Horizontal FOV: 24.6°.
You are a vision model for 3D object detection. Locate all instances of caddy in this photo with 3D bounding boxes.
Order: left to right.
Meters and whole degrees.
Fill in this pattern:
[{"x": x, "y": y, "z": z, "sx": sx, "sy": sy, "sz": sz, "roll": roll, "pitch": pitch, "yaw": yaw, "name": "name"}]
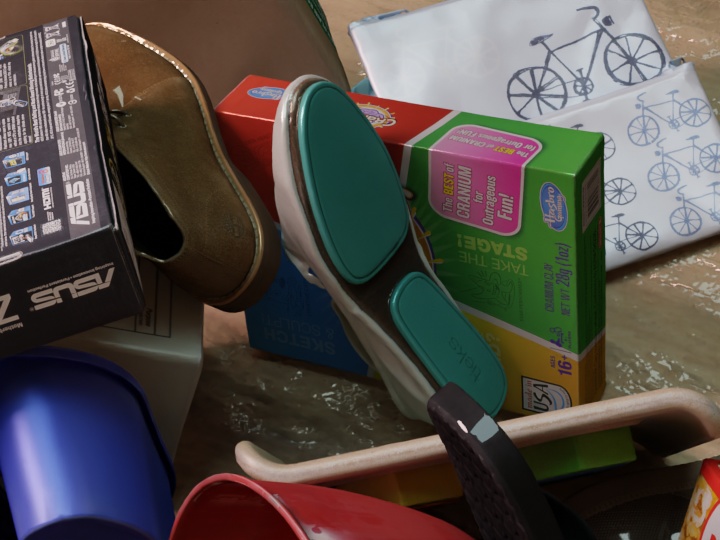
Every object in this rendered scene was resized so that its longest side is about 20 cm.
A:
[{"x": -0.151, "y": 0.107, "z": 0.725, "sx": 0.140, "sy": 0.201, "sz": 0.106, "roll": -16, "pitch": 56, "yaw": -5, "name": "caddy"}]

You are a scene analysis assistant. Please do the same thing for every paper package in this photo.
[{"x": -0.130, "y": -0.150, "z": 0.981, "sx": 0.189, "sy": 0.201, "sz": 0.104, "roll": -27, "pitch": 38, "yaw": 9, "name": "paper package"}]

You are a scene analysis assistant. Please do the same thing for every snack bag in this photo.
[{"x": 0.110, "y": -0.088, "z": 0.956, "sx": 0.187, "sy": 0.021, "sz": 0.202, "roll": -17, "pitch": 70, "yaw": -9, "name": "snack bag"}]

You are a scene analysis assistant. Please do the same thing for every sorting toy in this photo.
[{"x": 0.051, "y": 0.088, "z": 0.740, "sx": 0.198, "sy": 0.185, "sz": 0.037, "roll": -7, "pitch": 81, "yaw": 1, "name": "sorting toy"}]

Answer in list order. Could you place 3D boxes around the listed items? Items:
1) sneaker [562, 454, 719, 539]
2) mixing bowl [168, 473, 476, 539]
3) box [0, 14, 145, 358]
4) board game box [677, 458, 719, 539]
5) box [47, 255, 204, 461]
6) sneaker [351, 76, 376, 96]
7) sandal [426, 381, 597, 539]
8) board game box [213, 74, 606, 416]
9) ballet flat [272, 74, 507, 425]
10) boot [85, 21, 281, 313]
[{"x": 0.186, "y": 0.118, "z": 0.746, "sx": 0.198, "sy": 0.071, "sz": 0.076, "roll": -17, "pitch": 59, "yaw": -3, "name": "sneaker"}, {"x": 0.008, "y": 0.170, "z": 0.634, "sx": 0.107, "sy": 0.202, "sz": 0.200, "roll": -7, "pitch": 35, "yaw": -29, "name": "mixing bowl"}, {"x": -0.182, "y": -0.029, "z": 0.706, "sx": 0.160, "sy": 0.049, "sz": 0.201, "roll": -17, "pitch": 35, "yaw": -5, "name": "box"}, {"x": 0.222, "y": 0.144, "z": 0.609, "sx": 0.150, "sy": 0.047, "sz": 0.200, "roll": 9, "pitch": 20, "yaw": -13, "name": "board game box"}, {"x": -0.185, "y": 0.027, "z": 0.833, "sx": 0.198, "sy": 0.110, "sz": 0.128, "roll": 11, "pitch": 37, "yaw": -13, "name": "box"}, {"x": 0.030, "y": -0.112, "z": 1.030, "sx": 0.081, "sy": 0.074, "sz": 0.201, "roll": 13, "pitch": 45, "yaw": 19, "name": "sneaker"}, {"x": 0.083, "y": 0.115, "z": 0.649, "sx": 0.045, "sy": 0.201, "sz": 0.075, "roll": -34, "pitch": 36, "yaw": -13, "name": "sandal"}, {"x": 0.027, "y": -0.011, "z": 0.849, "sx": 0.198, "sy": 0.154, "sz": 0.040, "roll": 12, "pitch": 37, "yaw": 26, "name": "board game box"}, {"x": 0.000, "y": 0.000, "z": 0.804, "sx": 0.069, "sy": 0.201, "sz": 0.070, "roll": -27, "pitch": 21, "yaw": 12, "name": "ballet flat"}, {"x": -0.114, "y": -0.066, "z": 0.813, "sx": 0.074, "sy": 0.075, "sz": 0.200, "roll": -49, "pitch": 54, "yaw": 15, "name": "boot"}]
